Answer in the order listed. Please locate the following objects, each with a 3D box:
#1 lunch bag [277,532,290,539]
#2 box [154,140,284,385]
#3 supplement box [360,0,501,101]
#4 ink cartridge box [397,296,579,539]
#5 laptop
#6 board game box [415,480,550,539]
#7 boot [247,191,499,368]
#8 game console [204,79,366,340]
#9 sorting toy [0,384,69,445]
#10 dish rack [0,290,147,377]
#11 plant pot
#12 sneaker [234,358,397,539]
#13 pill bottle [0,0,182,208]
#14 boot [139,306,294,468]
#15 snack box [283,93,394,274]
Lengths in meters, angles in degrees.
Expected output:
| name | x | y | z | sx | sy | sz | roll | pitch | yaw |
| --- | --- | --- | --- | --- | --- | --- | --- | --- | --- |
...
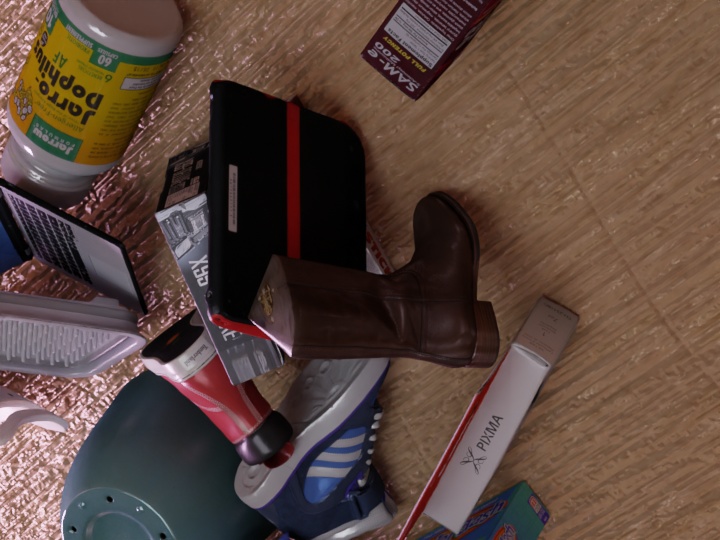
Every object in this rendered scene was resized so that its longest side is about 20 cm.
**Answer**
| name | x | y | z | sx | sy | sz | roll | pitch | yaw |
| --- | --- | --- | --- | --- | --- | --- | --- | --- | --- |
| lunch bag | -0.068 | 0.346 | 1.808 | 0.170 | 0.124 | 0.200 | 50 | 157 | 5 |
| box | -0.115 | -0.011 | 1.646 | 0.049 | 0.200 | 0.159 | -22 | 105 | 4 |
| supplement box | 0.090 | -0.234 | 1.495 | 0.061 | 0.109 | 0.200 | 40 | 125 | 1 |
| ink cartridge box | 0.103 | 0.141 | 1.636 | 0.043 | 0.174 | 0.201 | 29 | 123 | 6 |
| laptop | -0.310 | 0.010 | 1.742 | 0.199 | 0.117 | 0.188 | 27 | 164 | 9 |
| board game box | 0.069 | 0.278 | 1.704 | 0.152 | 0.200 | 0.045 | -34 | 97 | 33 |
| boot | 0.000 | 0.000 | 1.564 | 0.198 | 0.187 | 0.065 | 4 | 133 | -23 |
| game console | -0.060 | -0.040 | 1.584 | 0.031 | 0.176 | 0.202 | -15 | 69 | 41 |
| sorting toy | -0.377 | 0.130 | 1.853 | 0.178 | 0.200 | 0.108 | 15 | 98 | 21 |
| dish rack | -0.308 | 0.052 | 1.781 | 0.198 | 0.044 | 0.171 | 10 | 159 | -28 |
| plant pot | -0.186 | 0.214 | 1.813 | 0.199 | 0.161 | 0.203 | 11 | 119 | 20 |
| sneaker | -0.005 | 0.162 | 1.769 | 0.146 | 0.081 | 0.200 | 34 | 100 | -32 |
| pill bottle | -0.238 | -0.155 | 1.683 | 0.112 | 0.113 | 0.201 | 35 | 124 | 5 |
| boot | -0.121 | 0.110 | 1.730 | 0.072 | 0.200 | 0.145 | -41 | 103 | -5 |
| snack box | -0.038 | -0.049 | 1.696 | 0.071 | 0.024 | 0.201 | -21 | 104 | 32 |
